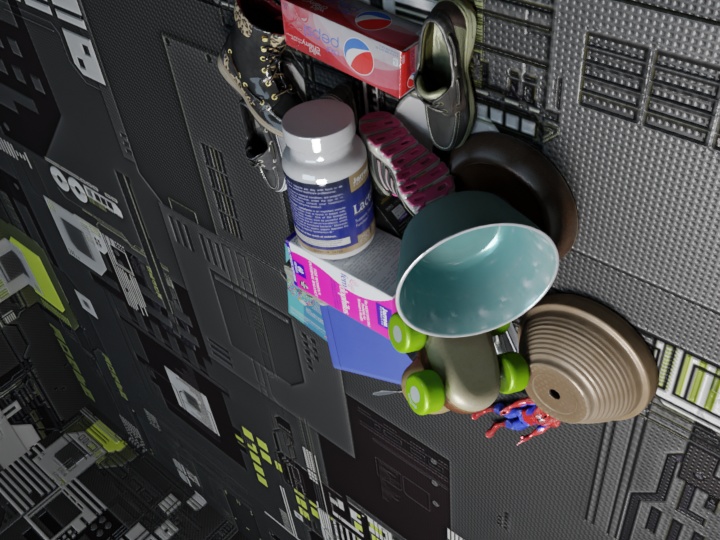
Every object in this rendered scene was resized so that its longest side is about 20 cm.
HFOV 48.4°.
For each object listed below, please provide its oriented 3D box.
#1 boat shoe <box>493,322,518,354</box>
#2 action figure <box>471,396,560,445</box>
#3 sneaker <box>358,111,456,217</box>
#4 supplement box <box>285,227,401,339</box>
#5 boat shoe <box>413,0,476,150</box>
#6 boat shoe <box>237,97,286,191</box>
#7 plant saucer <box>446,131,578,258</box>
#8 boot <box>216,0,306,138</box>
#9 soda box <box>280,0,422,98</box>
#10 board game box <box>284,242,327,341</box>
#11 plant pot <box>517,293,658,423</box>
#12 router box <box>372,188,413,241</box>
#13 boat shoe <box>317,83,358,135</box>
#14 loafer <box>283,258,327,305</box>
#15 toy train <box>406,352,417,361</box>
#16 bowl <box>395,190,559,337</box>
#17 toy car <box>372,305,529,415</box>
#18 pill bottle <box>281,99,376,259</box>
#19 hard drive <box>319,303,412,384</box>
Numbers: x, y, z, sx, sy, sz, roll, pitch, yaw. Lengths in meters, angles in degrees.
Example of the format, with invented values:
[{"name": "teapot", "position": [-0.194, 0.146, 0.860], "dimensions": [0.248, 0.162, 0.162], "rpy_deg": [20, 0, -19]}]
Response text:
[{"name": "boat shoe", "position": [0.175, 0.083, 1.176], "dimensions": [0.074, 0.068, 0.200], "rpy_deg": [0, 124, 52]}, {"name": "action figure", "position": [0.254, 0.233, 1.263], "dimensions": [0.065, 0.052, 0.200], "rpy_deg": [56, 147, -3]}, {"name": "sneaker", "position": [0.064, -0.124, 1.076], "dimensions": [0.200, 0.074, 0.087], "rpy_deg": [54, 165, 27]}, {"name": "supplement box", "position": [0.000, 0.000, 1.175], "dimensions": [0.200, 0.103, 0.101], "rpy_deg": [27, 144, 28]}, {"name": "boat shoe", "position": [0.093, -0.224, 0.949], "dimensions": [0.072, 0.066, 0.201], "rpy_deg": [32, 144, 30]}, {"name": "boat shoe", "position": [-0.159, -0.202, 1.296], "dimensions": [0.070, 0.066, 0.200], "rpy_deg": [31, 144, 28]}, {"name": "plant saucer", "position": [0.182, -0.082, 1.027], "dimensions": [0.200, 0.032, 0.200], "rpy_deg": [34, 146, 27]}, {"name": "boot", "position": [-0.125, -0.293, 1.154], "dimensions": [0.200, 0.073, 0.151], "rpy_deg": [49, 150, 12]}, {"name": "soda box", "position": [-0.007, -0.293, 1.007], "dimensions": [0.200, 0.063, 0.070], "rpy_deg": [31, 145, 27]}, {"name": "board game box", "position": [-0.066, 0.043, 1.463], "dimensions": [0.151, 0.047, 0.200], "rpy_deg": [35, 146, 24]}, {"name": "plant pot", "position": [0.285, 0.138, 1.074], "dimensions": [0.201, 0.093, 0.201], "rpy_deg": [31, 144, 26]}, {"name": "router box", "position": [0.030, -0.035, 1.248], "dimensions": [0.157, 0.052, 0.200], "rpy_deg": [52, 149, -5]}, {"name": "boat shoe", "position": [-0.030, -0.176, 1.163], "dimensions": [0.071, 0.064, 0.200], "rpy_deg": [23, 141, 17]}, {"name": "loafer", "position": [-0.049, 0.024, 1.304], "dimensions": [0.200, 0.070, 0.070], "rpy_deg": [26, 150, 49]}, {"name": "toy train", "position": [0.112, 0.055, 1.146], "dimensions": [0.042, 0.056, 0.200], "rpy_deg": [49, 137, 39]}, {"name": "bowl", "position": [0.129, -0.020, 0.978], "dimensions": [0.201, 0.200, 0.105], "rpy_deg": [90, 169, -48]}, {"name": "toy car", "position": [0.101, 0.134, 1.109], "dimensions": [0.200, 0.164, 0.158], "rpy_deg": [-43, 59, 58]}, {"name": "pill bottle", "position": [-0.044, -0.122, 1.083], "dimensions": [0.116, 0.116, 0.200], "rpy_deg": [27, 144, 32]}, {"name": "hard drive", "position": [0.024, 0.121, 1.331], "dimensions": [0.200, 0.025, 0.132], "rpy_deg": [8, 119, 39]}]
